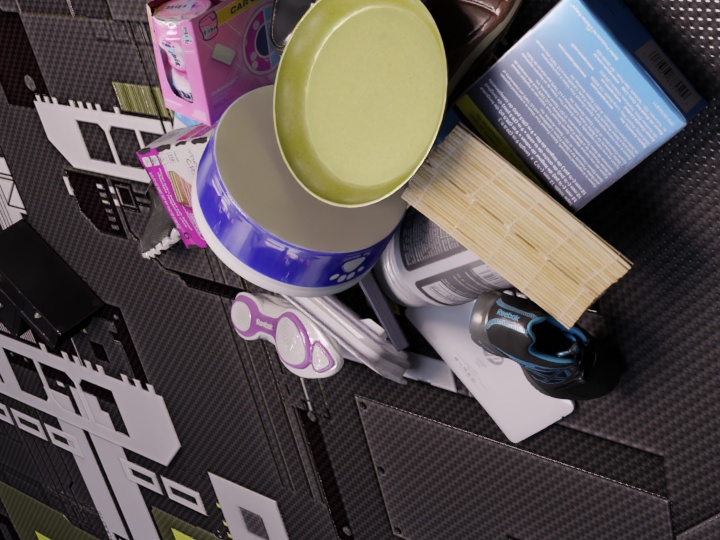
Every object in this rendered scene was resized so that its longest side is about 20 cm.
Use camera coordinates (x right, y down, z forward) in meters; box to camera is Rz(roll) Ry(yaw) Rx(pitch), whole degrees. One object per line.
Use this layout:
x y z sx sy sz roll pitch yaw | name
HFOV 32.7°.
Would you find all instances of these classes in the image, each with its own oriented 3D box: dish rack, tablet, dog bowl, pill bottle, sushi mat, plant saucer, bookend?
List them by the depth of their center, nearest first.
0.136 -0.037 1.078 0.200 0.012 0.096 38 130 -3 | sushi mat
0.004 -0.155 1.086 0.199 0.031 0.201 -1 88 40 | plant saucer
-0.057 -0.079 1.178 0.200 0.200 0.079 45 143 8 | dog bowl
0.104 -0.028 1.213 0.200 0.116 0.116 -21 105 53 | pill bottle
0.141 0.098 1.370 0.200 0.014 0.130 49 144 2 | tablet
-0.024 0.052 1.430 0.200 0.044 0.172 37 -179 19 | dish rack
-0.530 0.057 1.996 0.199 0.092 0.200 45 145 9 | bookend

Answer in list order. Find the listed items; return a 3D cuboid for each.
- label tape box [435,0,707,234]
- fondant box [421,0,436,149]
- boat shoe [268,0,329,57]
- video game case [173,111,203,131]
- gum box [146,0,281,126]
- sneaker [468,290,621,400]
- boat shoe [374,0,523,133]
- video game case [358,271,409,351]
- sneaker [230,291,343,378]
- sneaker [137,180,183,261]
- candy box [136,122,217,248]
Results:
0.173 -0.132 1.059 0.143 0.066 0.200 50 132 1 | label tape box
0.024 -0.201 1.202 0.144 0.058 0.201 20 133 36 | fondant box
-0.046 -0.289 1.120 0.074 0.066 0.200 42 114 29 | boat shoe
-0.131 -0.190 1.391 0.181 0.045 0.200 36 141 19 | video game case
-0.117 -0.238 1.199 0.066 0.200 0.114 24 138 32 | gum box
0.192 0.083 1.177 0.200 0.073 0.082 25 173 -36 | sneaker
0.091 -0.207 1.093 0.075 0.075 0.202 50 114 23 | boat shoe
0.000 0.000 1.339 0.143 0.019 0.200 62 178 -14 | video game case
-0.072 0.070 1.505 0.200 0.099 0.075 30 114 46 | sneaker
-0.247 -0.082 1.597 0.091 0.066 0.200 56 140 -1 | sneaker
-0.157 -0.099 1.407 0.200 0.061 0.137 -4 119 49 | candy box
